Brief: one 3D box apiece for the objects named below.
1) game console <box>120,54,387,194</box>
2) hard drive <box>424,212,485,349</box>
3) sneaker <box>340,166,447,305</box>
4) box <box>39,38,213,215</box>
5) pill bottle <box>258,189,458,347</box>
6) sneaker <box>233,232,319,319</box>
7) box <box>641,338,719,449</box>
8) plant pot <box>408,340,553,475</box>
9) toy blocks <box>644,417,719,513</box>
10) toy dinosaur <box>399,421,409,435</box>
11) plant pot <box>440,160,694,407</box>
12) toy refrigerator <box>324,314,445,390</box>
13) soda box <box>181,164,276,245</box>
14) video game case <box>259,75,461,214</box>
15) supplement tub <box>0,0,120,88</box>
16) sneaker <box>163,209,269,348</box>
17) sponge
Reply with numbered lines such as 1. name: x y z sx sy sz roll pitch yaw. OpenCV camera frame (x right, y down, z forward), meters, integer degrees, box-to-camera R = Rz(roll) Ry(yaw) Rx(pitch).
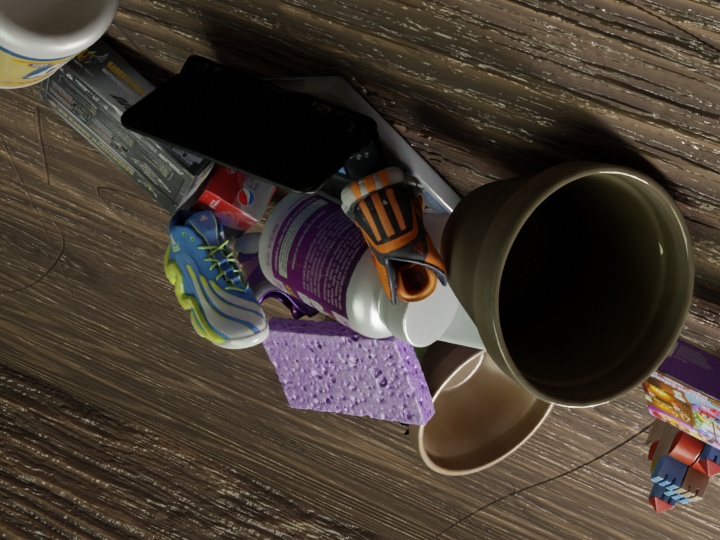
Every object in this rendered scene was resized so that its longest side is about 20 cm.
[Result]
1. game console: -0.091 -0.108 1.329 0.198 0.117 0.176 22 161 18
2. hard drive: 0.102 0.008 1.449 0.199 0.134 0.027 10 -162 44
3. sneaker: 0.032 -0.024 1.314 0.200 0.077 0.113 1 -114 -80
4. box: -0.245 -0.157 1.531 0.200 0.048 0.158 41 162 -3
5. pill bottle: 0.000 0.000 1.450 0.199 0.113 0.112 27 166 38
6. sneaker: -0.047 0.013 1.648 0.197 0.090 0.081 5 165 -7
7. box: 0.352 0.136 1.330 0.199 0.039 0.137 27 164 28
8. plant pot: 0.128 0.129 1.677 0.093 0.200 0.201 49 -179 41
9. toy blocks: 0.347 0.179 1.528 0.099 0.138 0.200 27 162 -1
10. toy dinosaur: 0.132 0.167 1.922 0.134 0.104 0.199 11 159 -35
11. plant pot: 0.158 -0.003 1.254 0.199 0.201 0.173 36 176 -27
12. toy refrigerator: 0.047 0.095 1.720 0.199 0.077 0.070 15 175 -43
13. soda box: -0.155 -0.077 1.660 0.070 0.064 0.200 31 161 -11
14. video game case: -0.023 -0.121 1.417 0.181 0.022 0.200 8 154 47
15. supplement tub: -0.303 -0.242 1.283 0.144 0.146 0.199 34 162 -21
16. sneaker: -0.166 0.001 1.587 0.200 0.075 0.106 40 144 45
17. sponge: -0.018 0.109 1.608 0.198 0.030 0.113 2 124 38
